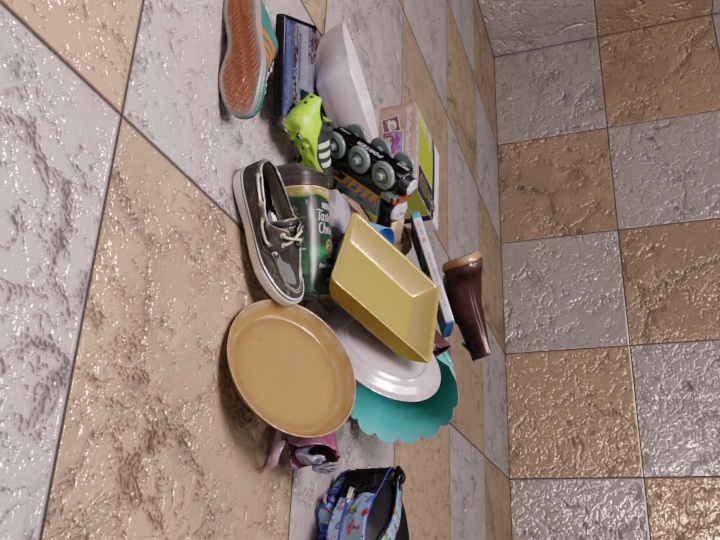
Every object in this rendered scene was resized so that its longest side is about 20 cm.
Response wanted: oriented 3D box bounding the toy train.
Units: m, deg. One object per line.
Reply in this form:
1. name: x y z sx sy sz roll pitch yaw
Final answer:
1. toy train: 0.008 -0.164 1.275 0.085 0.199 0.115 -31 147 -43

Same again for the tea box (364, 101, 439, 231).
1. tea box: 0.081 -0.209 1.604 0.197 0.132 0.203 55 34 -56

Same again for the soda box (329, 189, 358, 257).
1. soda box: -0.035 -0.071 1.330 0.200 0.063 0.069 41 45 -64

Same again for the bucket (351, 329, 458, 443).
1. bucket: 0.076 0.192 1.377 0.135 0.204 0.210 -78 156 -67

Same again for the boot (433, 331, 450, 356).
1. boot: 0.093 0.086 1.322 0.199 0.166 0.073 -17 141 -50

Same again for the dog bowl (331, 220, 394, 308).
1. dog bowl: 0.000 0.000 1.315 0.111 0.049 0.202 -35 146 -37

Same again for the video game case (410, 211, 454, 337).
1. video game case: 0.126 0.011 1.353 0.143 0.018 0.203 74 -1 -75

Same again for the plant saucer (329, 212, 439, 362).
1. plant saucer: 0.031 0.032 1.164 0.200 0.048 0.201 41 30 -16

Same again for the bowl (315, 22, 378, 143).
1. bowl: -0.029 -0.318 1.363 0.201 0.074 0.201 -97 169 -48

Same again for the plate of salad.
1. plate of salad: 0.031 0.130 1.159 0.048 0.199 0.200 -59 179 28

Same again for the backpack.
1. backpack: 0.002 0.425 1.178 0.200 0.133 0.185 -47 128 -66

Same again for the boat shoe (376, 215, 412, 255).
1. boat shoe: 0.061 -0.056 1.390 0.200 0.065 0.075 107 -18 -65

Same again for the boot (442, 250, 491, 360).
1. boot: 0.198 0.064 1.318 0.200 0.071 0.168 95 -24 -76

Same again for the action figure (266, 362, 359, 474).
1. action figure: -0.085 0.192 1.107 0.134 0.147 0.202 126 -43 -53

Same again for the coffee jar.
1. coffee jar: -0.088 -0.057 1.139 0.104 0.084 0.203 3 82 -69

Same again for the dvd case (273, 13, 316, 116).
1. dvd case: -0.101 -0.319 1.197 0.200 0.017 0.145 -50 144 -74

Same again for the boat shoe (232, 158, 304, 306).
1. boat shoe: -0.115 -0.050 1.036 0.070 0.063 0.202 -25 98 -49

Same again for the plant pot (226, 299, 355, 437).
1. plant pot: -0.094 0.132 1.012 0.198 0.027 0.202 25 44 -26

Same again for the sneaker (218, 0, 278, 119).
1. sneaker: -0.147 -0.294 1.059 0.080 0.070 0.203 34 51 -60

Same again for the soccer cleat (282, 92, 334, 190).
1. soccer cleat: -0.068 -0.197 1.215 0.081 0.067 0.201 -54 158 -18
